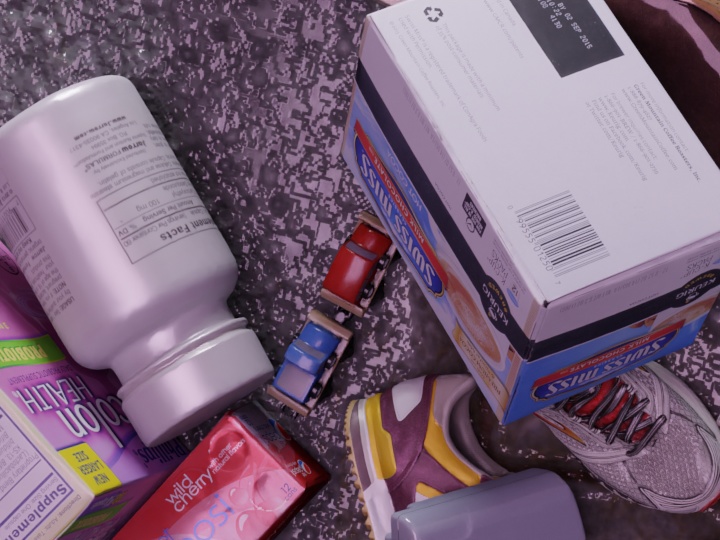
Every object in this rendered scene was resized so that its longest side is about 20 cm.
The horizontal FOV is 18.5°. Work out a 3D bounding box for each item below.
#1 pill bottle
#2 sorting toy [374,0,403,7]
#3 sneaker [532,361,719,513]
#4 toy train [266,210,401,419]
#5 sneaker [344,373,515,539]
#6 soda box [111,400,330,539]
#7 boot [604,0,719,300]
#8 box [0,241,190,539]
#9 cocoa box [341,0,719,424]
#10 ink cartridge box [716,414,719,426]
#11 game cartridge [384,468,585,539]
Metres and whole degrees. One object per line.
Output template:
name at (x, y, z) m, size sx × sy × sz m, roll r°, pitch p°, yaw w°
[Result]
pill bottle at (-0.137, -0.004, 1.309) m, size 0.114 × 0.114 × 0.201 m, roll -32°, pitch 83°, yaw 12°
sorting toy at (0.014, -0.265, 1.256) m, size 0.198 × 0.070 × 0.201 m, roll 25°, pitch 91°, yaw -1°
sneaker at (0.124, 0.069, 1.262) m, size 0.200 × 0.082 × 0.078 m, roll 39°, pitch 100°, yaw 9°
toy train at (0.000, 0.000, 1.310) m, size 0.034 × 0.046 × 0.201 m, roll 29°, pitch 98°, yaw 11°
sneaker at (0.058, 0.160, 1.286) m, size 0.090 × 0.075 × 0.201 m, roll -18°, pitch 89°, yaw 14°
soda box at (-0.112, 0.175, 1.333) m, size 0.070 × 0.063 × 0.200 m, roll 44°, pitch 101°, yaw 9°
boot at (0.183, -0.074, 1.249) m, size 0.199 × 0.072 × 0.167 m, roll 17°, pitch 93°, yaw 9°
box at (-0.220, 0.080, 1.299) m, size 0.097 × 0.176 × 0.200 m, roll -44°, pitch 81°, yaw 11°
cocoa box at (0.094, -0.046, 1.194) m, size 0.133 × 0.132 × 0.201 m, roll -21°, pitch 64°, yaw -20°
ink cartridge box at (0.285, 0.121, 1.164) m, size 0.200 × 0.198 × 0.047 m, roll 45°, pitch 104°, yaw 10°
game cartridge at (0.078, 0.219, 1.252) m, size 0.041 × 0.132 × 0.202 m, roll 14°, pitch 112°, yaw 56°
